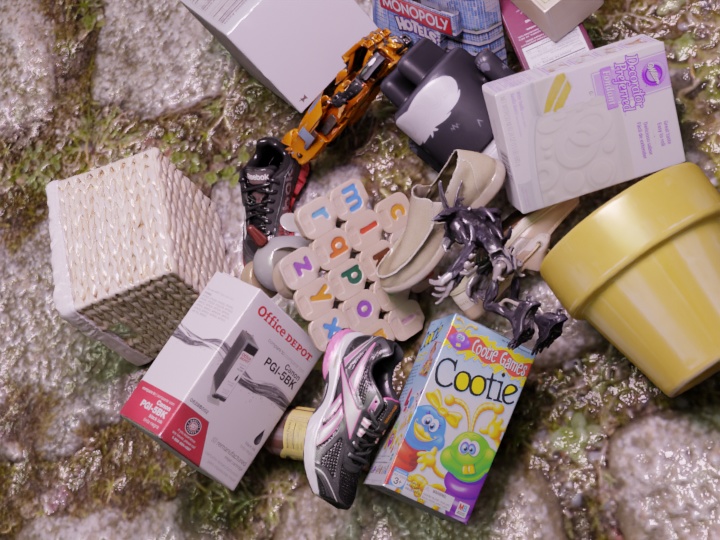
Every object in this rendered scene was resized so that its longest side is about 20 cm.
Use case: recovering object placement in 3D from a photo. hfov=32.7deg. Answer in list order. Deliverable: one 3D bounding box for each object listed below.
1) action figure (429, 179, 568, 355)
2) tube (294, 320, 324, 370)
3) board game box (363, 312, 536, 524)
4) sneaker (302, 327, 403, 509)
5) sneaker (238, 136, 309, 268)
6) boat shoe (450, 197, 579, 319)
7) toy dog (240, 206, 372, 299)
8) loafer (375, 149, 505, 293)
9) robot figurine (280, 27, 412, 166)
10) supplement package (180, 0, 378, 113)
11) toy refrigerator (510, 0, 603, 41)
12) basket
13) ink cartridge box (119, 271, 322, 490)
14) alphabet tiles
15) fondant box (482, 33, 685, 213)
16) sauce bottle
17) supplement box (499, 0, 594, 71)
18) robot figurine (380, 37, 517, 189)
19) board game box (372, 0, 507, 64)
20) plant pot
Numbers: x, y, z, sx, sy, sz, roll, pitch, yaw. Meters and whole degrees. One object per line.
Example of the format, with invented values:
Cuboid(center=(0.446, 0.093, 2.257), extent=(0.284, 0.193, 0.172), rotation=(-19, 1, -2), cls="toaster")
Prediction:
Cuboid(center=(0.128, 0.000, 1.310), extent=(0.102, 0.119, 0.200), rotation=(-49, 59, 29), cls="action figure")
Cuboid(center=(-0.071, 0.091, 1.508), extent=(0.200, 0.052, 0.058), rotation=(3, 28, 30), cls="tube")
Cuboid(center=(0.097, 0.162, 1.341), extent=(0.103, 0.105, 0.200), rotation=(25, 78, -7), cls="board game box")
Cuboid(center=(-0.002, 0.160, 1.340), extent=(0.086, 0.080, 0.200), rotation=(-1, 76, 32), cls="sneaker")
Cuboid(center=(-0.122, -0.084, 1.576), extent=(0.071, 0.098, 0.201), rotation=(3, 71, 24), cls="sneaker")
Cuboid(center=(0.185, -0.024, 1.431), extent=(0.200, 0.072, 0.065), rotation=(-41, 99, -12), cls="boat shoe")
Cuboid(center=(-0.071, -0.041, 1.468), extent=(0.132, 0.096, 0.200), rotation=(-16, 19, 29), cls="toy dog")
Cuboid(center=(0.079, -0.061, 1.398), extent=(0.200, 0.068, 0.076), rotation=(-50, 20, 12), cls="loafer")
Cuboid(center=(-0.014, -0.223, 1.536), extent=(0.058, 0.145, 0.200), rotation=(41, 123, 1), cls="robot figurine")
Cuboid(center=(-0.108, -0.334, 1.610), extent=(0.151, 0.152, 0.200), rotation=(-46, 34, 0), cls="supplement package")
Cuboid(center=(0.190, -0.366, 1.442), extent=(0.076, 0.070, 0.200), rotation=(-38, 59, 1), cls="toy refrigerator")
Cuboid(center=(-0.275, -0.015, 1.557), extent=(0.161, 0.198, 0.200), rotation=(-20, 61, 13), cls="basket")
Cuboid(center=(-0.154, 0.125, 1.403), extent=(0.083, 0.147, 0.200), rotation=(19, 71, 43), cls="ink cartridge box")
Cuboid(center=(0.000, 0.000, 1.432), extent=(0.196, 0.200, 0.015), rotation=(-32, 13, -29), cls="alphabet tiles")
Cuboid(center=(0.251, -0.165, 1.381), extent=(0.200, 0.144, 0.058), rotation=(-18, 21, -5), cls="fondant box")
Cuboid(center=(-0.068, 0.192, 1.450), extent=(0.200, 0.065, 0.065), rotation=(6, 71, 28), cls="sauce bottle")
Cuboid(center=(0.229, -0.279, 1.492), extent=(0.086, 0.110, 0.200), rotation=(-23, 61, 10), cls="supplement box")
Cuboid(center=(0.123, -0.185, 1.464), extent=(0.200, 0.150, 0.125), rotation=(41, 85, -1), cls="robot figurine")
Cuboid(center=(0.083, -0.331, 1.512), extent=(0.062, 0.200, 0.200), rotation=(-37, 46, -22), cls="board game box")
Cuboid(center=(0.321, 0.021, 1.283), extent=(0.201, 0.201, 0.189), rotation=(-35, 74, 7), cls="plant pot")
